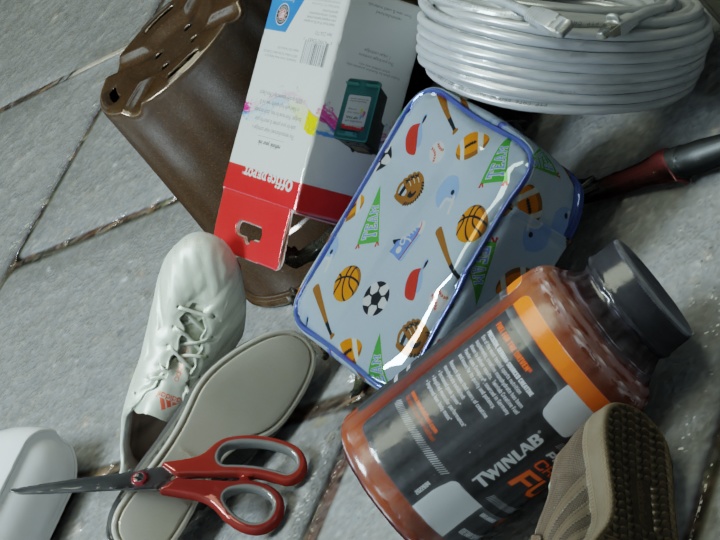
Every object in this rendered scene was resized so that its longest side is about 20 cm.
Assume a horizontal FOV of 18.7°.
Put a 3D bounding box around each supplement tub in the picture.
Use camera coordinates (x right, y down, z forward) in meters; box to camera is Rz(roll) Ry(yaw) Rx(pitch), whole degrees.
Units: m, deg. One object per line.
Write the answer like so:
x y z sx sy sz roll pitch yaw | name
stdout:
0.092 0.070 1.265 0.200 0.107 0.107 -39 26 12 | supplement tub

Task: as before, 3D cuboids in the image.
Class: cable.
0.137 -0.157 1.467 0.199 0.070 0.200 -11 22 -41 | cable

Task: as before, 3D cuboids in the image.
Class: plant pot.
-0.083 -0.110 1.687 0.200 0.198 0.201 -35 27 21 | plant pot

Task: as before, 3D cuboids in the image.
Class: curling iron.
0.194 -0.062 1.396 0.199 0.026 0.050 -16 14 43 | curling iron

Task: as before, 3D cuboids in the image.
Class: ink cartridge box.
-0.031 -0.099 1.542 0.116 0.067 0.201 21 96 60 | ink cartridge box

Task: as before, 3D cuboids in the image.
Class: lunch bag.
0.049 -0.017 1.428 0.201 0.075 0.160 -58 40 4 | lunch bag

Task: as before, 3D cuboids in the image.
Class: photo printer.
-0.308 0.211 1.698 0.166 0.069 0.201 -21 35 41 | photo printer

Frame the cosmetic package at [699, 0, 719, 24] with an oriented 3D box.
0.258 -0.265 1.550 0.105 0.071 0.200 -38 27 16 | cosmetic package

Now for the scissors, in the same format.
-0.136 0.137 1.490 0.199 0.014 0.073 6 58 13 | scissors

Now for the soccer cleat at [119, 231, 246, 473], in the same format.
-0.129 0.067 1.562 0.078 0.069 0.201 -55 -16 -58 | soccer cleat

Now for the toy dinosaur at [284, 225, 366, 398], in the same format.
0.000 0.000 1.543 0.102 0.077 0.200 -37 23 32 | toy dinosaur

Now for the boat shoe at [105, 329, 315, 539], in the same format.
-0.110 0.121 1.538 0.200 0.067 0.057 -50 6 -17 | boat shoe

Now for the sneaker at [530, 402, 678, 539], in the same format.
0.125 0.161 1.153 0.076 0.070 0.200 -50 15 37 | sneaker

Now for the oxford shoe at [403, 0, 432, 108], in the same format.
0.027 -0.168 1.648 0.073 0.085 0.200 -38 0 9 | oxford shoe

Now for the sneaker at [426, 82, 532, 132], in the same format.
0.068 -0.097 1.582 0.088 0.074 0.200 -20 21 39 | sneaker
